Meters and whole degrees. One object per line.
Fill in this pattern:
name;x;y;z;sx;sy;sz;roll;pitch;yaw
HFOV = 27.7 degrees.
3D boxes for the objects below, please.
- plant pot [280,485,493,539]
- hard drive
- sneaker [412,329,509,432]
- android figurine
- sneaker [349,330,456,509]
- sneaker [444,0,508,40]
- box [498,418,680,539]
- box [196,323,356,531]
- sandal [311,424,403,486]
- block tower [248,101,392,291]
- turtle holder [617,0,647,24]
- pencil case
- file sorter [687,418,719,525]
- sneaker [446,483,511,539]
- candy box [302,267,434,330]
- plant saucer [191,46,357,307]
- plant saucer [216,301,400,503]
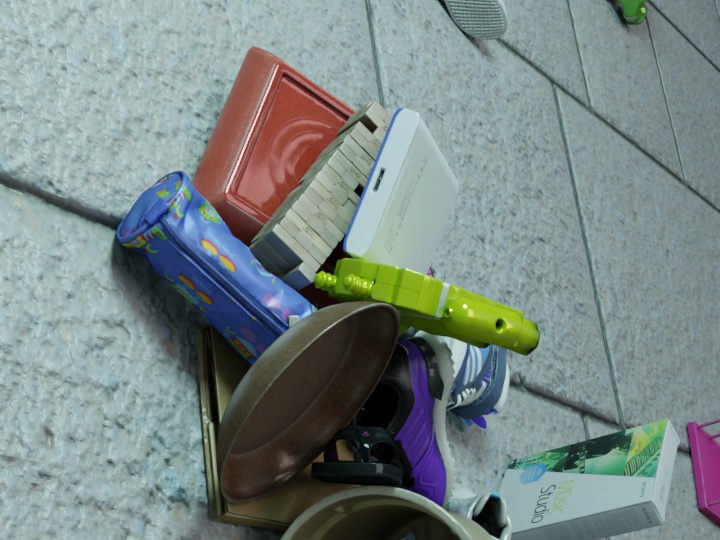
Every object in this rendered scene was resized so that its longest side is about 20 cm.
plant pot;0.043;0.276;1.232;0.183;0.198;0.203;9;63;-69
hard drive;0.040;-0.051;1.323;0.200;0.025;0.133;45;65;-70
sneaker;0.106;0.128;1.522;0.147;0.080;0.201;56;32;-24
android figurine;0.054;0.032;1.243;0.198;0.181;0.042;19;83;-35
sneaker;0.032;0.156;1.366;0.099;0.069;0.203;-19;120;-32
sneaker;0.134;-0.392;1.914;0.200;0.073;0.083;47;39;-36
box;0.236;0.234;1.555;0.037;0.198;0.145;61;29;-20
box;-0.068;0.145;1.272;0.199;0.021;0.166;24;52;-53
sandal;-0.002;0.155;1.223;0.200;0.074;0.049;88;5;-83
block tower;-0.025;-0.068;1.287;0.058;0.054;0.201;43;54;-13
turtle holder;0.489;-0.532;2.547;0.187;0.140;0.132;61;29;-12
pencil case;-0.107;0.010;1.196;0.200;0.078;0.087;45;-8;-17
file sorter;0.599;0.314;2.206;0.200;0.124;0.141;38;42;-44
sneaker;0.115;0.243;1.399;0.074;0.088;0.200;21;15;-9
candy box;0.000;0.000;1.441;0.199;0.060;0.138;-9;78;-60
plant saucer;-0.044;-0.084;1.336;0.199;0.037;0.202;33;58;-22
plant saucer;-0.049;0.096;1.159;0.037;0.202;0.200;40;21;21
